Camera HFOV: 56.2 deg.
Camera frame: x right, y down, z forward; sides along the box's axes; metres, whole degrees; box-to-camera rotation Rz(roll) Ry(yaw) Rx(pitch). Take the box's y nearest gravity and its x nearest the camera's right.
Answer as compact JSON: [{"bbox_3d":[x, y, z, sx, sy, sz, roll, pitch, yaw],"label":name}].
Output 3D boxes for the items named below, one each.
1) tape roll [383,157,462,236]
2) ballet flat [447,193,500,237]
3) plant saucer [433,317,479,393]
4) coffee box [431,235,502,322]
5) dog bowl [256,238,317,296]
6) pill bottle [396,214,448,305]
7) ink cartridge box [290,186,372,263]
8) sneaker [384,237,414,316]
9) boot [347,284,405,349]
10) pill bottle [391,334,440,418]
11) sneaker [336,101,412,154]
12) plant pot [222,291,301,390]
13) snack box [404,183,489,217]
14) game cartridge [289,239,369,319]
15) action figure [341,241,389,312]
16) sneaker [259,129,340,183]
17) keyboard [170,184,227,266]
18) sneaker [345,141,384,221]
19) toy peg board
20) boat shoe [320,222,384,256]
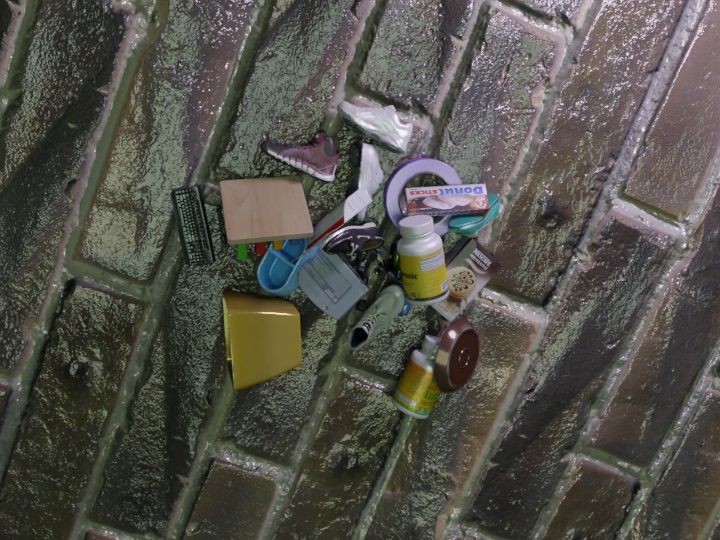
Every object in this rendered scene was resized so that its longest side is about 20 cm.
[{"bbox_3d":[0.160,-0.182,1.701,0.199,0.066,0.202,-1,102,-4],"label":"tape roll"},{"bbox_3d":[0.289,-0.122,1.684,0.200,0.067,0.071,-36,131,-37],"label":"ballet flat"},{"bbox_3d":[0.257,0.224,1.748,0.034,0.200,0.202,13,110,38],"label":"plant saucer"},{"bbox_3d":[0.254,0.018,1.746,0.113,0.080,0.200,39,97,-11],"label":"coffee box"},{"bbox_3d":[-0.188,-0.030,1.690,0.111,0.050,0.201,33,99,17],"label":"dog bowl"},{"bbox_3d":[0.147,-0.026,1.623,0.111,0.111,0.201,-11,111,-2],"label":"pill bottle"},{"bbox_3d":[-0.079,-0.107,1.595,0.047,0.200,0.160,53,134,-3],"label":"ink cartridge box"},{"bbox_3d":[0.095,0.018,1.718,0.078,0.089,0.202,4,99,36],"label":"sneaker"},{"bbox_3d":[0.038,0.126,1.703,0.073,0.096,0.200,38,127,8],"label":"boot"},{"bbox_3d":[0.168,0.278,1.780,0.110,0.111,0.201,22,100,-9],"label":"pill bottle"},{"bbox_3d":[0.039,-0.370,1.653,0.199,0.078,0.100,28,82,-10],"label":"sneaker"},{"bbox_3d":[-0.245,0.164,1.688,0.175,0.200,0.201,-4,103,-15],"label":"plant pot"},{"bbox_3d":[0.210,-0.171,1.645,0.198,0.024,0.072,-4,65,-4],"label":"snack box"},{"bbox_3d":[-0.085,0.019,1.698,0.133,0.040,0.200,-43,76,10],"label":"game cartridge"},{"bbox_3d":[0.000,0.000,1.728,0.129,0.069,0.201,17,86,-2],"label":"action figure"},{"bbox_3d":[-0.139,-0.303,1.652,0.199,0.076,0.116,23,95,-20],"label":"sneaker"},{"bbox_3d":[-0.397,-0.113,1.693,0.126,0.021,0.201,-10,104,-2],"label":"keyboard"},{"bbox_3d":[0.016,-0.219,1.679,0.087,0.074,0.201,-3,114,-29],"label":"sneaker"},{"bbox_3d":[-0.231,-0.122,1.634,0.198,0.201,0.098,-6,141,-13],"label":"toy peg board"},{"bbox_3d":[-0.016,-0.066,1.628,0.074,0.200,0.060,-44,74,34],"label":"boat shoe"}]
